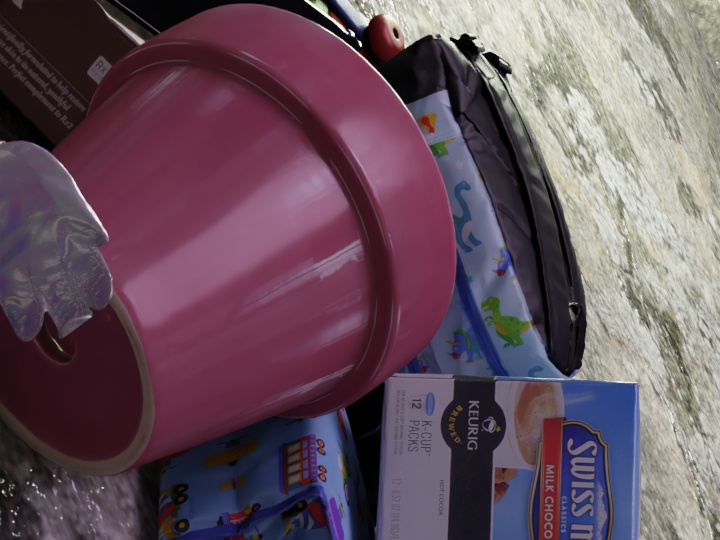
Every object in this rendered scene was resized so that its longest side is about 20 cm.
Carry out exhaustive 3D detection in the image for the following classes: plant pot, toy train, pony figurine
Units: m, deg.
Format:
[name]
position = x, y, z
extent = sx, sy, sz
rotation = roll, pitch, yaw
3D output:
[plant pot]
position = -0.085, -0.001, 1.190
extent = 0.179, 0.200, 0.200
rotation = -35, 99, -42
[toy train]
position = -0.012, -0.116, 1.742
extent = 0.200, 0.085, 0.116
rotation = 48, 34, -39
[pony figurine]
position = -0.201, -0.019, 1.015
extent = 0.200, 0.167, 0.193
rotation = 20, 36, -43

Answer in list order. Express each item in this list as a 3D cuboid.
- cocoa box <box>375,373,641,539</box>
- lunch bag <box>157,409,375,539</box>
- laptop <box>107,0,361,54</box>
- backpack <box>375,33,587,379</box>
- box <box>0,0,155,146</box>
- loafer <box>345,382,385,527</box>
[cocoa box]
position = 0.082, 0.137, 1.349
extent = 0.200, 0.131, 0.134
rotation = 69, 23, -76
[lunch bag]
position = -0.024, 0.150, 1.340
extent = 0.151, 0.094, 0.200
rotation = -95, 161, -54
[laptop]
position = -0.100, -0.135, 1.426
extent = 0.177, 0.200, 0.103
rotation = 36, 70, -20
[backpack]
position = 0.059, -0.014, 1.457
extent = 0.200, 0.154, 0.163
rotation = 58, 9, 10
[box]
position = -0.112, -0.087, 1.382
extent = 0.100, 0.075, 0.200
rotation = 44, 6, 30
[loafer]
position = -0.011, 0.089, 1.446
extent = 0.201, 0.070, 0.068
rotation = 45, 51, -41
